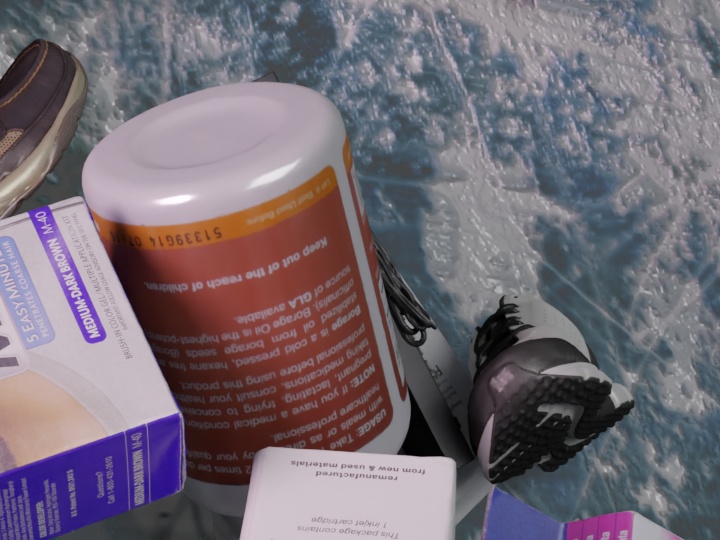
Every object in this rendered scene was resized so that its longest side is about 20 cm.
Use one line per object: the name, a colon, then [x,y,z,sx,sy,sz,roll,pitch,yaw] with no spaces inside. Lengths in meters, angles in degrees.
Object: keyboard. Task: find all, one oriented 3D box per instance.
keyboard: [0.000,0.000,1.028,0.021,0.127,0.201,-27,86,-14]

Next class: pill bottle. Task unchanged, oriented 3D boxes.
pill bottle: [-0.041,0.031,0.959,0.112,0.112,0.201,-43,128,-46]

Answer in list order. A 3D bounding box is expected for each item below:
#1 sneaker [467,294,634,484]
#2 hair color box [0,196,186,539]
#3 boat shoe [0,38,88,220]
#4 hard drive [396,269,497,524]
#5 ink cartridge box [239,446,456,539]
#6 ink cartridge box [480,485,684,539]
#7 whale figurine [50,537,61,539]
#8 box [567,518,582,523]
sneaker: [0.076,0.052,1.078,0.080,0.074,0.200,54,5,11]
hair color box: [-0.176,0.057,0.839,0.199,0.065,0.110,-20,59,-15]
boat shoe: [-0.182,-0.041,0.960,0.073,0.074,0.200,42,45,-15]
hard drive: [-0.015,0.042,1.092,0.200,0.027,0.132,55,44,-3]
ink cartridge box: [-0.011,0.188,0.846,0.083,0.146,0.201,3,40,5]
ink cartridge box: [0.131,0.211,0.973,0.199,0.043,0.197,30,51,-27]
whale figurine: [-0.136,0.162,0.862,0.200,0.104,0.160,35,48,-20]
box: [0.101,0.238,1.030,0.124,0.097,0.201,31,49,-24]
